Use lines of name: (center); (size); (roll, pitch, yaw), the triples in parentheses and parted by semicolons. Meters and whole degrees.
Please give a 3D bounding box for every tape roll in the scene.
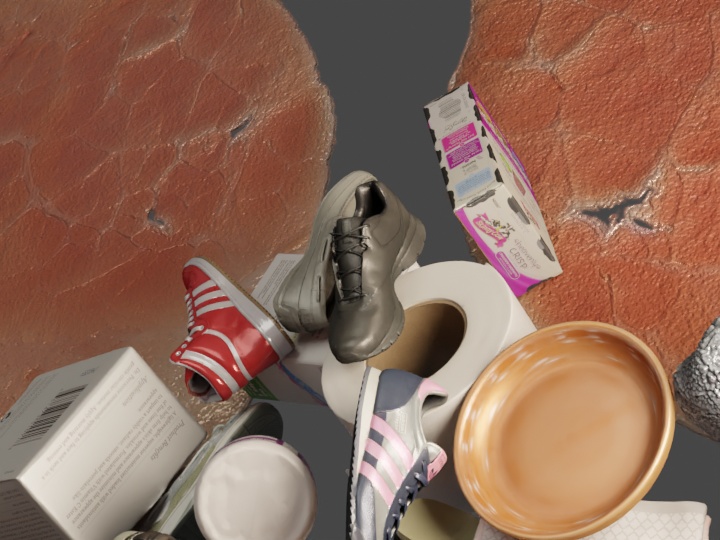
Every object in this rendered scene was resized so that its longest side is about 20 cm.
tape roll: (0.082, 0.110, 1.741); (0.202, 0.139, 0.203); (-22, 37, 18)

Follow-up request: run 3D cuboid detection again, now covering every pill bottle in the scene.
pill bottle: (-0.097, 0.211, 1.736); (0.112, 0.112, 0.200); (-38, -2, -4)

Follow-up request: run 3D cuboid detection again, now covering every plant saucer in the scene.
plant saucer: (0.174, 0.139, 1.566); (0.200, 0.037, 0.200); (-17, 54, 24)

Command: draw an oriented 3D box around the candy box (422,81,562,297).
candy box: (0.135, -0.085, 1.926); (0.061, 0.136, 0.200); (-30, 35, 12)

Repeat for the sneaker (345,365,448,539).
sneaker: (0.031, 0.175, 1.567); (0.082, 0.070, 0.200); (7, 65, 0)

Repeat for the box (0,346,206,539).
box: (-0.300, 0.202, 1.901); (0.200, 0.131, 0.199); (-19, 26, 48)

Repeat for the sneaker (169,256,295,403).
sneaker: (-0.160, 0.063, 1.915); (0.112, 0.071, 0.200); (-41, 38, -9)

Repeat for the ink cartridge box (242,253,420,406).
ink cartridge box: (-0.031, 0.063, 1.937); (0.200, 0.084, 0.145); (3, 50, 42)

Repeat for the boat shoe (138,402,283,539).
boat shoe: (-0.154, 0.214, 1.878); (0.065, 0.074, 0.202); (18, 68, 44)

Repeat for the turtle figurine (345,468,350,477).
turtle figurine: (-0.002, 0.297, 1.569); (0.194, 0.144, 0.200); (20, 100, 32)

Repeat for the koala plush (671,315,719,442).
koala plush: (0.365, 0.119, 1.470); (0.184, 0.177, 0.200); (-26, 47, 1)

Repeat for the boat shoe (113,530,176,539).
boat shoe: (-0.169, 0.329, 1.657); (0.061, 0.202, 0.072); (-10, 10, 42)

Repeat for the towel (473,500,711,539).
towel: (0.180, 0.263, 1.524); (0.200, 0.032, 0.191); (3, 46, 18)

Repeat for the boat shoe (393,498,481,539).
boat shoe: (0.113, 0.266, 1.606); (0.201, 0.063, 0.074); (23, 44, 36)

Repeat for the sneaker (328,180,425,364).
sneaker: (0.000, 0.000, 1.739); (0.076, 0.091, 0.200); (-13, 42, 26)

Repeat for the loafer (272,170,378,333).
loafer: (-0.019, -0.019, 1.895); (0.070, 0.070, 0.200); (3, 55, 35)
